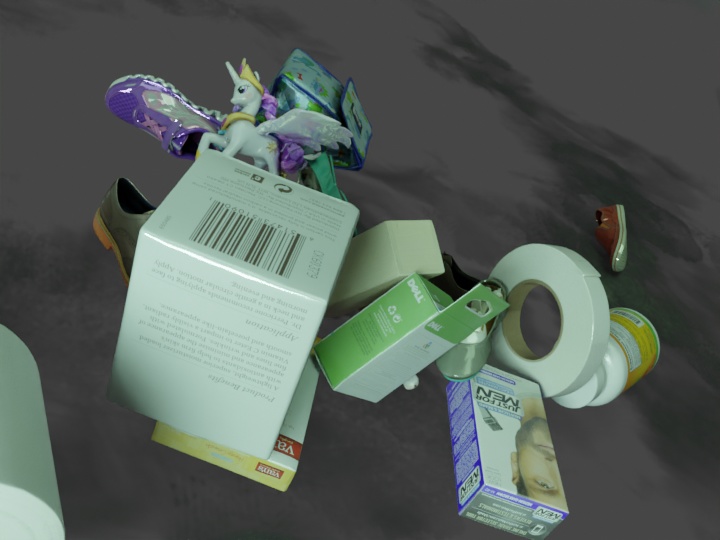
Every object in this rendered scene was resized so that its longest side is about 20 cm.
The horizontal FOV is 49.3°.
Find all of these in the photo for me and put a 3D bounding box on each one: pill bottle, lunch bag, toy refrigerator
[{"bbox_3d":[0.340,0.127,1.120,0.111,0.112,0.199,45,36,24],"label":"pill bottle"},{"bbox_3d":[-0.067,-0.262,1.329,0.199,0.128,0.171,36,28,-14],"label":"lunch bag"},{"bbox_3d":[0.000,0.000,0.933,0.075,0.199,0.071,-4,75,-40],"label":"toy refrigerator"}]

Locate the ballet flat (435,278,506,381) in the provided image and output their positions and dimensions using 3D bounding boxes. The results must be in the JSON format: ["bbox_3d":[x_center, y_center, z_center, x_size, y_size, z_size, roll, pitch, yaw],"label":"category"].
[{"bbox_3d":[0.139,0.066,0.989,0.067,0.064,0.200,7,24,21],"label":"ballet flat"}]

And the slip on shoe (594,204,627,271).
[{"bbox_3d":[0.499,-0.064,1.565,0.060,0.075,0.201,-2,36,15],"label":"slip on shoe"}]

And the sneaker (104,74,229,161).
[{"bbox_3d":[-0.273,-0.209,1.129,0.198,0.081,0.089,23,40,-14],"label":"sneaker"}]

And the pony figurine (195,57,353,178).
[{"bbox_3d":[-0.131,-0.173,1.094,0.192,0.166,0.202,27,70,-24],"label":"pony figurine"}]

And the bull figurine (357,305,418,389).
[{"bbox_3d":[0.047,0.061,1.021,0.121,0.065,0.201,4,45,-44],"label":"bull figurine"}]

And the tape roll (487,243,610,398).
[{"bbox_3d":[0.238,0.066,1.037,0.037,0.204,0.204,2,41,-35],"label":"tape roll"}]

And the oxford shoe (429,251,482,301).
[{"bbox_3d":[0.094,-0.002,1.127,0.198,0.085,0.073,24,34,-6],"label":"oxford shoe"}]

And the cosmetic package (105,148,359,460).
[{"bbox_3d":[-0.116,0.030,0.732,0.163,0.201,0.166,22,34,-3],"label":"cosmetic package"}]

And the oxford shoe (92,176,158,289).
[{"bbox_3d":[-0.240,-0.026,0.901,0.200,0.073,0.071,44,35,21],"label":"oxford shoe"}]

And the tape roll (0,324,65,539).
[{"bbox_3d":[-0.304,0.138,0.506,0.201,0.204,0.140,4,39,-34],"label":"tape roll"}]

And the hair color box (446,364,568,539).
[{"bbox_3d":[0.167,0.204,0.922,0.108,0.065,0.201,21,35,-14],"label":"hair color box"}]

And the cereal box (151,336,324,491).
[{"bbox_3d":[-0.119,0.122,0.826,0.143,0.040,0.201,23,33,-9],"label":"cereal box"}]

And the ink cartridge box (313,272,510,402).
[{"bbox_3d":[0.057,0.063,0.874,0.104,0.199,0.060,30,27,-56],"label":"ink cartridge box"}]

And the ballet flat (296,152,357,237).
[{"bbox_3d":[-0.060,-0.106,1.178,0.070,0.068,0.201,-8,43,-11],"label":"ballet flat"}]
